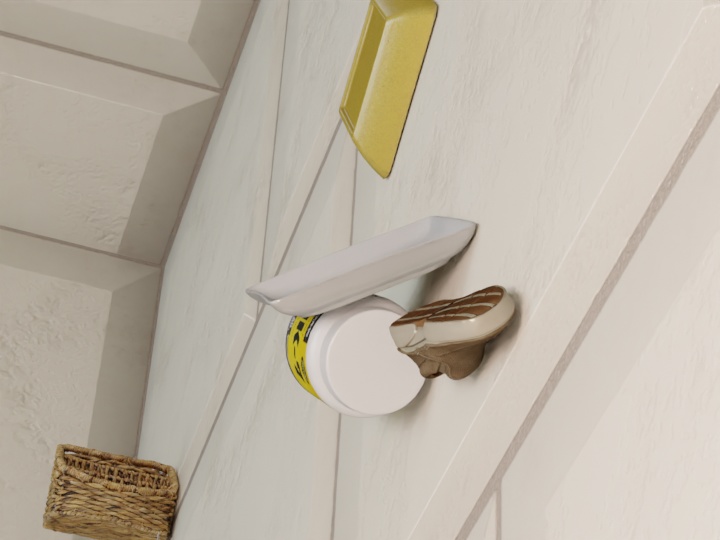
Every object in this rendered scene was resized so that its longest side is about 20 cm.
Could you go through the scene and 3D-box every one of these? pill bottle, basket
[{"bbox_3d":[-0.003,0.076,2.048,0.200,0.114,0.115,-166,90,-79],"label":"pill bottle"},{"bbox_3d":[-0.387,0.340,3.437,0.143,0.199,0.150,127,156,-66],"label":"basket"}]

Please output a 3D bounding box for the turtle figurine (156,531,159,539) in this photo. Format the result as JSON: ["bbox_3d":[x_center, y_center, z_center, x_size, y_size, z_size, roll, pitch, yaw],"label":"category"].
[{"bbox_3d":[-0.241,0.444,2.843,0.150,0.100,0.202,0,-91,-86],"label":"turtle figurine"}]

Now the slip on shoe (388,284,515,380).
[{"bbox_3d":[0.081,0.058,1.803,0.061,0.076,0.200,64,159,-4],"label":"slip on shoe"}]

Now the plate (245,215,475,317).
[{"bbox_3d":[0.000,0.000,2.021,0.200,0.199,0.033,-162,50,-79],"label":"plate"}]

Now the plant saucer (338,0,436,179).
[{"bbox_3d":[0.023,-0.223,2.458,0.200,0.048,0.201,-115,40,-72],"label":"plant saucer"}]
